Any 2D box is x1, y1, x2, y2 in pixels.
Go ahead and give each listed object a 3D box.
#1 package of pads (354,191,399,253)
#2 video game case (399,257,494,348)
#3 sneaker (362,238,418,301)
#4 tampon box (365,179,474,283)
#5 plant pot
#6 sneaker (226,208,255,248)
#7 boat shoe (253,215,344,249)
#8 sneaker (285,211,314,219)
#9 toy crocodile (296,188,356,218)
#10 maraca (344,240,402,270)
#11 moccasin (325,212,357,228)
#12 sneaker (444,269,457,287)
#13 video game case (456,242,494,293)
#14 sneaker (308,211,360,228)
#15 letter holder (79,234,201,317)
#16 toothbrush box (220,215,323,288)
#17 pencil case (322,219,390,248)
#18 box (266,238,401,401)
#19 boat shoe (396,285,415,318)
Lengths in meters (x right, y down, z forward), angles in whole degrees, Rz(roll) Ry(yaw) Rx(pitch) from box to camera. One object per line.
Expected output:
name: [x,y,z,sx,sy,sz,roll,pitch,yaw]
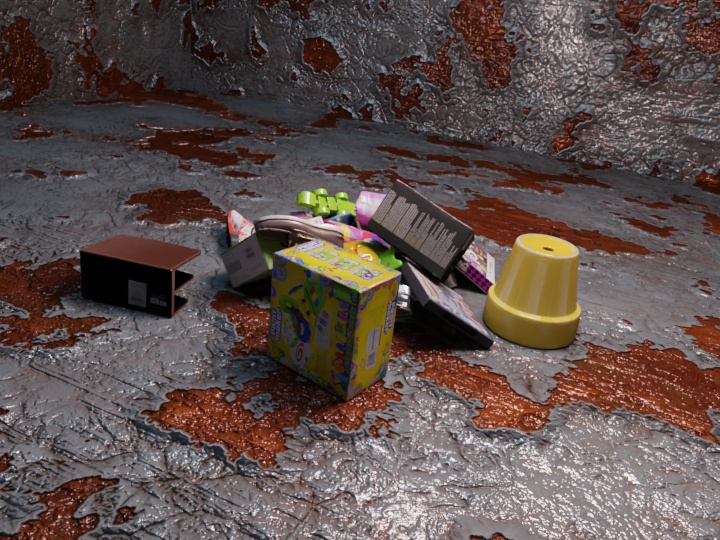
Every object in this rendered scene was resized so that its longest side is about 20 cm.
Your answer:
package of pads: [0.061,-0.121,1.591,0.119,0.076,0.200,13,-21,16]
video game case: [0.172,0.063,1.284,0.180,0.026,0.200,33,14,-23]
sneaker: [0.072,0.011,1.433,0.199,0.081,0.076,39,39,18]
tampon box: [0.135,-0.084,1.374,0.199,0.127,0.150,36,3,11]
plant pot: [0.374,0.034,1.313,0.198,0.191,0.201,6,24,-3]
sneaker: [-0.283,-0.094,1.577,0.107,0.068,0.202,1,28,-16]
boat shoe: [-0.124,-0.067,1.276,0.198,0.060,0.072,9,-20,-29]
sneaker: [-0.141,-0.109,1.597,0.199,0.082,0.088,27,54,37]
toy crocodile: [-0.083,-0.169,1.644,0.061,0.068,0.199,-20,-16,40]
maraca: [0.000,0.000,1.355,0.198,0.139,0.107,6,-17,35]
moccasin: [-0.036,-0.105,1.596,0.080,0.069,0.200,-16,-4,16]
sneaker: [0.186,-0.011,1.545,0.084,0.073,0.201,-26,30,11]
video game case: [0.249,-0.051,1.541,0.200,0.036,0.181,40,23,-4]
sneaker: [-0.073,-0.147,1.748,0.198,0.077,0.087,1,0,-40]
letter holder: [-0.439,0.003,1.267,0.198,0.102,0.142,11,22,10]
toothbrush box: [-0.183,-0.042,1.377,0.145,0.087,0.199,-24,-3,44]
pencil case: [-0.017,-0.064,1.500,0.198,0.089,0.088,9,17,-40]
box: [-0.051,0.078,1.075,0.191,0.202,0.122,23,28,31]
boat shoe: [0.012,0.074,1.268,0.197,0.074,0.069,1,50,12]
